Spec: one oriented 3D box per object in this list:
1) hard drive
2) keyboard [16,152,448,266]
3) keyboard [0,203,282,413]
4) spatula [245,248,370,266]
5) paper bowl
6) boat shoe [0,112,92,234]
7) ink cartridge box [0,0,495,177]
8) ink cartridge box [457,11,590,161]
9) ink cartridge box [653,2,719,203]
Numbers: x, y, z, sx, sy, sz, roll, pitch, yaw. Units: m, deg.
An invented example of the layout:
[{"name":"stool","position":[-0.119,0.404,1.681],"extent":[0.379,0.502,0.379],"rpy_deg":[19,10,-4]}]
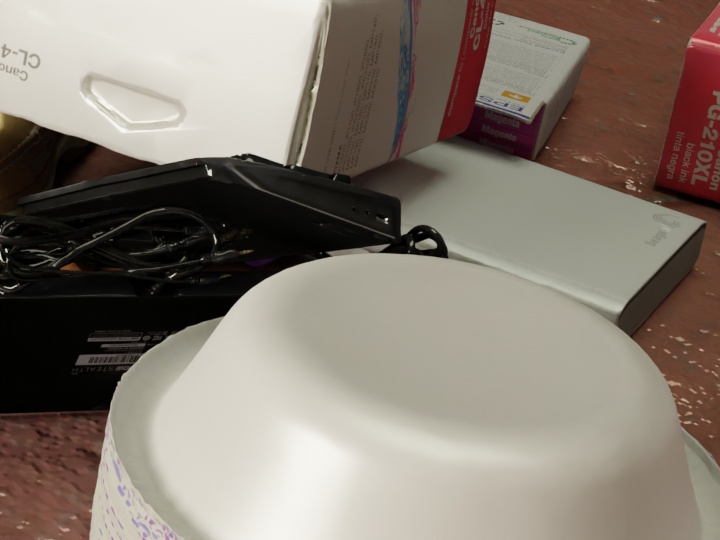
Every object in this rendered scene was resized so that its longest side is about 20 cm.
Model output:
[{"name":"hard drive","position":[0.043,-0.027,0.967],"extent":[0.200,0.026,0.132],"rpy_deg":[20,25,18]},{"name":"keyboard","position":[-0.040,-0.017,0.794],"extent":[0.127,0.021,0.200],"rpy_deg":[20,-11,-26]},{"name":"keyboard","position":[-0.080,0.008,0.735],"extent":[0.199,0.104,0.040],"rpy_deg":[-1,55,-27]},{"name":"spatula","position":[0.000,0.000,0.879],"extent":[0.056,0.021,0.200],"rpy_deg":[-38,52,-20]},{"name":"paper bowl","position":[0.019,0.067,0.660],"extent":[0.200,0.105,0.201],"rpy_deg":[9,25,-4]},{"name":"boat shoe","position":[-0.156,-0.071,0.908],"extent":[0.071,0.076,0.200],"rpy_deg":[13,24,1]},{"name":"ink cartridge box","position":[-0.044,-0.100,0.891],"extent":[0.147,0.086,0.200],"rpy_deg":[18,16,17]},{"name":"ink cartridge box","position":[0.008,-0.110,1.102],"extent":[0.196,0.043,0.200],"rpy_deg":[17,22,9]},{"name":"ink cartridge box","position":[0.269,-0.073,1.101],"extent":[0.199,0.085,0.145],"rpy_deg":[17,25,14]}]
